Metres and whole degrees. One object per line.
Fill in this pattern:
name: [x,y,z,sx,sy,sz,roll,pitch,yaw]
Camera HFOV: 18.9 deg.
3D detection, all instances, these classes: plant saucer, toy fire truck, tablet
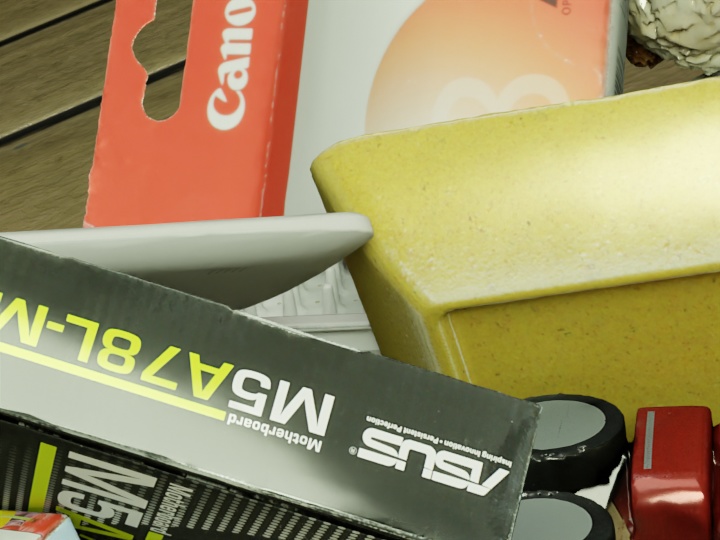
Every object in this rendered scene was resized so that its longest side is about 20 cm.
plant saucer: [0.101,0.026,0.699,0.199,0.200,0.049,-9,49,11]
toy fire truck: [0.127,0.092,0.601,0.199,0.129,0.176,-3,21,11]
tablet: [-0.108,0.006,0.651,0.199,0.014,0.130,-4,-10,-23]

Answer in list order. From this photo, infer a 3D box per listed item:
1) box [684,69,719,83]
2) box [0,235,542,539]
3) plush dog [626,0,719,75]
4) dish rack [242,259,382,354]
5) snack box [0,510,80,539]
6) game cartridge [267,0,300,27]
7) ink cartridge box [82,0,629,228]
box: [0.235,-0.046,0.830,0.199,0.128,0.109,-26,12,-17]
box: [-0.070,0.049,0.563,0.200,0.192,0.048,123,166,-69]
plush dog: [0.161,-0.152,0.825,0.172,0.160,0.200,-54,15,-16]
dish rack: [0.000,0.000,0.818,0.199,0.044,0.172,-3,23,4]
snack box: [-0.131,0.148,0.597,0.199,0.169,0.068,-2,28,40]
game cartridge: [0.046,-0.115,0.910,0.199,0.038,0.130,-30,-18,-20]
ink cartridge box: [-0.002,-0.091,0.789,0.199,0.163,0.050,3,-18,10]
